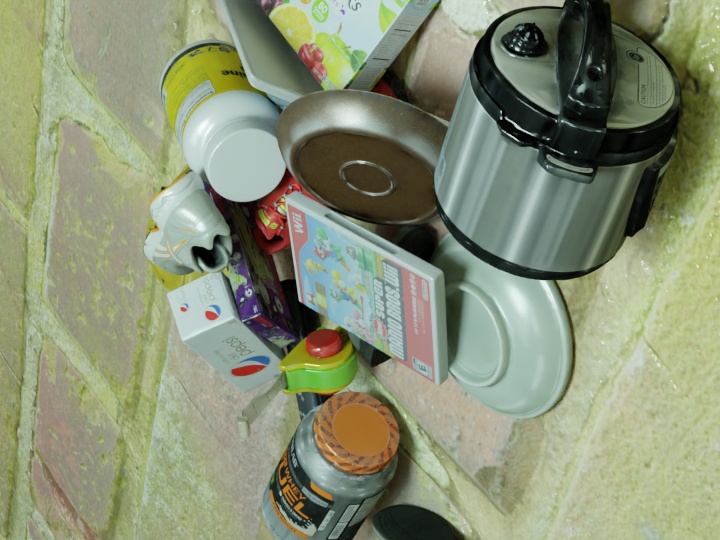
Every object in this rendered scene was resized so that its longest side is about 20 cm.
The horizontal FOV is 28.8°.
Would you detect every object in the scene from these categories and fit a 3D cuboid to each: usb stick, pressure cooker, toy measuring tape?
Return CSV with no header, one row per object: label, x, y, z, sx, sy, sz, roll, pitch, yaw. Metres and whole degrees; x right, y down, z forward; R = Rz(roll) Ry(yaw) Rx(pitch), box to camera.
usb stick,-0.065,0.107,1.658,0.055,0.032,0.202,10,115,50
pressure cooker,0.158,-0.113,1.115,0.176,0.178,0.201,49,141,31
toy measuring tape,-0.055,0.120,1.520,0.073,0.200,0.074,18,129,24

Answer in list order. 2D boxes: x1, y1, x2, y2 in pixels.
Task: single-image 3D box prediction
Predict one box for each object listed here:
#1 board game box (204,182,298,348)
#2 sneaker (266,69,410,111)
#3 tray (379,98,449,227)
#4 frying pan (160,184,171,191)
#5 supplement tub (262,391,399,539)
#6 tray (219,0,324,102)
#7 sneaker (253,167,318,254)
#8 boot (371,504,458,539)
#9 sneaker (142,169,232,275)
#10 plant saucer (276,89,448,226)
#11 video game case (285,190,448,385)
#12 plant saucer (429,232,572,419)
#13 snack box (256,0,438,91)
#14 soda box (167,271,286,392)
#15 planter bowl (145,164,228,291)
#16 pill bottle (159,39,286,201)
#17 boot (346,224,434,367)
board game box,-0.128,-0.021,1.582,0.120,0.032,0.201,52,-162,-68
sneaker,-0.018,-0.170,1.438,0.199,0.079,0.096,32,159,33
tray,0.034,-0.107,1.368,0.200,0.107,0.022,133,154,-59
frying pan,-0.160,-0.032,1.611,0.190,0.031,0.115,43,166,13
supplement tub,-0.032,0.231,1.599,0.123,0.122,0.201,53,142,22
tray,-0.093,-0.228,1.384,0.022,0.107,0.201,-50,42,28
sneaker,-0.071,-0.068,1.507,0.077,0.085,0.200,53,155,13
boot,0.087,0.362,1.549,0.203,0.073,0.155,27,130,46
sneaker,-0.179,-0.024,1.502,0.092,0.076,0.200,50,163,12
plant saucer,0.010,-0.098,1.339,0.198,0.032,0.201,14,151,8
video game case,0.006,0.017,1.399,0.199,0.017,0.144,30,142,34
plant saucer,0.119,0.056,1.367,0.200,0.050,0.202,28,128,44
snack box,-0.027,-0.283,1.356,0.142,0.053,0.200,-50,65,28
soda box,-0.145,0.072,1.590,0.200,0.068,0.064,54,-167,-63
planter bowl,-0.210,-0.029,1.739,0.200,0.083,0.202,32,132,43
pill bottle,-0.145,-0.160,1.510,0.200,0.111,0.113,-120,29,-52
boot,0.000,0.000,1.483,0.131,0.067,0.201,47,142,26
